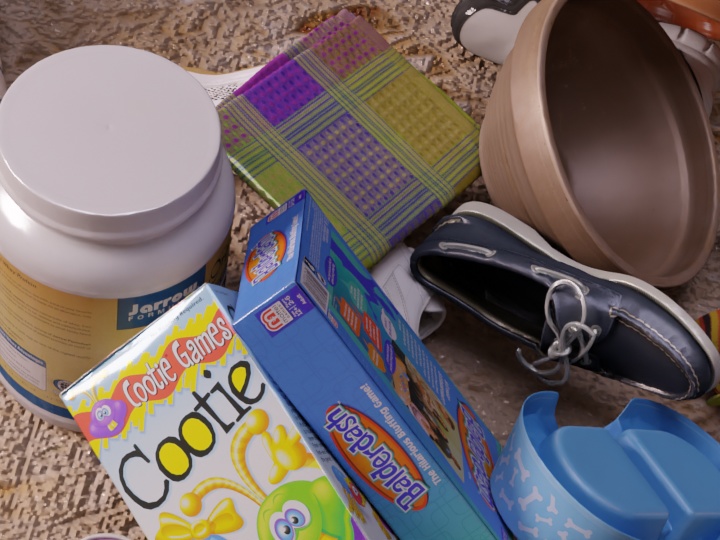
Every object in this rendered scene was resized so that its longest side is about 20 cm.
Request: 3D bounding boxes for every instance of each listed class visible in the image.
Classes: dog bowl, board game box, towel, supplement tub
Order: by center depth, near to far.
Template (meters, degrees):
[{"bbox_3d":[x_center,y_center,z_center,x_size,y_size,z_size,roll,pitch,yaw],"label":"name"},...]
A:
[{"bbox_3d":[-0.053,0.122,0.999,0.103,0.105,0.201,-35,77,9],"label":"board game box"},{"bbox_3d":[0.010,0.066,1.029,0.201,0.045,0.152,52,13,-15],"label":"board game box"},{"bbox_3d":[0.150,0.127,1.058,0.199,0.050,0.112,8,37,-48],"label":"dog bowl"},{"bbox_3d":[-0.146,-0.015,1.079,0.143,0.201,0.146,4,52,-6],"label":"supplement tub"},{"bbox_3d":[-0.005,-0.081,1.179,0.144,0.023,0.200,44,43,3],"label":"towel"}]

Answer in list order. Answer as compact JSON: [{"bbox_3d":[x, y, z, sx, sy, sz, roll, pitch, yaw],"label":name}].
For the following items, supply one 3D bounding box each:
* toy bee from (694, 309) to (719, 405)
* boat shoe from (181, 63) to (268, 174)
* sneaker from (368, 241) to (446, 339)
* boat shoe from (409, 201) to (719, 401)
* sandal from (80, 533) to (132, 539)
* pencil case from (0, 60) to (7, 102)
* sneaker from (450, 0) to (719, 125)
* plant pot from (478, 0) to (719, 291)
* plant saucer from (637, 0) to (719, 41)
[{"bbox_3d":[0.281,0.082,1.129,0.200,0.109,0.130,44,42,19],"label":"toy bee"},{"bbox_3d":[-0.077,-0.093,1.239,0.198,0.071,0.070,-4,66,-13],"label":"boat shoe"},{"bbox_3d":[0.000,0.000,1.187,0.099,0.075,0.202,11,51,-22],"label":"sneaker"},{"bbox_3d":[0.120,0.026,1.122,0.199,0.075,0.062,34,48,20],"label":"boat shoe"},{"bbox_3d":[-0.145,0.226,0.989,0.081,0.050,0.204,2,53,-8],"label":"sandal"},{"bbox_3d":[-0.268,-0.136,1.224,0.077,0.090,0.201,-4,53,-12],"label":"pencil case"},{"bbox_3d":[0.157,-0.145,1.310,0.198,0.074,0.081,16,54,4],"label":"sneaker"},{"bbox_3d":[0.142,-0.077,1.216,0.200,0.092,0.203,20,62,-43],"label":"plant pot"},{"bbox_3d":[0.186,-0.200,1.282,0.198,0.200,0.033,22,96,7],"label":"plant saucer"}]
